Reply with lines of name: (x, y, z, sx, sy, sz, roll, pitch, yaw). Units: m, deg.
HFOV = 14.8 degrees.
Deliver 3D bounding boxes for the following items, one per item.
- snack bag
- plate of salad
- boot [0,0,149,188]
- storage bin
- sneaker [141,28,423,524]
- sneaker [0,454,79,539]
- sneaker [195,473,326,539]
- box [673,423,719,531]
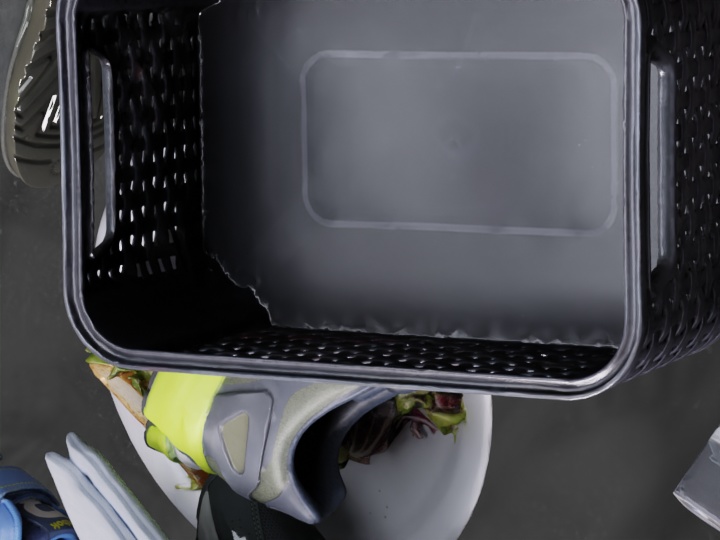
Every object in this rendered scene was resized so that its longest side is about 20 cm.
snack bag: (-0.042, 0.174, 1.031, 0.021, 0.189, 0.200, -34, 58, -15)
plate of salad: (-0.036, 0.036, 1.072, 0.200, 0.048, 0.201, 15, 115, 35)
boot: (-0.171, -0.154, 1.179, 0.200, 0.072, 0.182, 32, 121, 35)
storage bin: (0.012, -0.037, 0.879, 0.199, 0.094, 0.136, 3, 99, 27)
sneaker: (0.000, 0.000, 0.980, 0.081, 0.074, 0.200, 35, 113, 22)
sneaker: (-0.163, 0.106, 1.171, 0.082, 0.074, 0.200, -41, 75, 25)
sneaker: (0.015, 0.148, 1.045, 0.085, 0.074, 0.200, -35, 88, 18)
box: (0.221, 0.036, 0.885, 0.158, 0.050, 0.200, 35, 88, 30)
